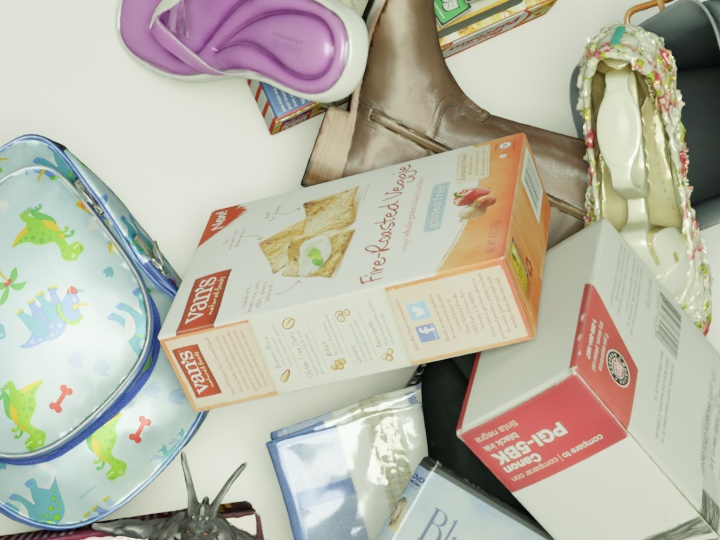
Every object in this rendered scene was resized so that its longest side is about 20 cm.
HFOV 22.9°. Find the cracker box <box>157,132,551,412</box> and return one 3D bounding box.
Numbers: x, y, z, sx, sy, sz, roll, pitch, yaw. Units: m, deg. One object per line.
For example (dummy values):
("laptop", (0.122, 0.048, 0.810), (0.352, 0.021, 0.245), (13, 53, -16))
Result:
("cracker box", (0.000, 0.000, 0.982), (0.199, 0.134, 0.058), (-14, 119, 18))

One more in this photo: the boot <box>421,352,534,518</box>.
("boot", (0.030, 0.157, 0.991), (0.162, 0.073, 0.199), (-25, 96, -8))

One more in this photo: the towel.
("towel", (0.057, 0.133, 1.042), (0.199, 0.024, 0.148), (-17, 89, -5))

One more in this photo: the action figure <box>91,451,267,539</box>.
("action figure", (-0.093, 0.202, 0.934), (0.118, 0.102, 0.201), (8, 92, -6))

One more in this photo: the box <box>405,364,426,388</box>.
("box", (0.110, 0.130, 1.093), (0.200, 0.050, 0.158), (33, 81, -2))

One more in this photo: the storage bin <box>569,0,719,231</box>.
("storage bin", (0.231, -0.105, 1.076), (0.134, 0.200, 0.146), (-14, 86, -19))

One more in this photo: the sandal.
("sandal", (-0.081, -0.149, 1.049), (0.202, 0.050, 0.083), (14, 99, 38))

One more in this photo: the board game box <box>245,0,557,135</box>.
("board game box", (0.004, -0.196, 1.124), (0.199, 0.046, 0.152), (-24, 87, -9))

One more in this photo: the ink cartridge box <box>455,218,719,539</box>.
("ink cartridge box", (0.153, 0.096, 0.964), (0.083, 0.147, 0.200), (-32, 111, 30))

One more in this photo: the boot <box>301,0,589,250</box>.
("boot", (0.087, -0.095, 1.063), (0.199, 0.064, 0.187), (21, 99, -4))

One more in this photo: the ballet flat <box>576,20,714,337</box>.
("ballet flat", (0.154, -0.040, 1.010), (0.075, 0.064, 0.201), (-10, 97, 21))

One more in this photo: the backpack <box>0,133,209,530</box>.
("backpack", (-0.184, 0.045, 1.028), (0.183, 0.147, 0.200), (-42, 94, -6))

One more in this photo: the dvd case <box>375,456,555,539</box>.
("dvd case", (0.039, 0.216, 0.941), (0.142, 0.018, 0.201), (32, 86, -26))

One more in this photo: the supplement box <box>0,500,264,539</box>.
("supplement box", (-0.153, 0.191, 1.033), (0.199, 0.110, 0.086), (-7, 86, -7))
